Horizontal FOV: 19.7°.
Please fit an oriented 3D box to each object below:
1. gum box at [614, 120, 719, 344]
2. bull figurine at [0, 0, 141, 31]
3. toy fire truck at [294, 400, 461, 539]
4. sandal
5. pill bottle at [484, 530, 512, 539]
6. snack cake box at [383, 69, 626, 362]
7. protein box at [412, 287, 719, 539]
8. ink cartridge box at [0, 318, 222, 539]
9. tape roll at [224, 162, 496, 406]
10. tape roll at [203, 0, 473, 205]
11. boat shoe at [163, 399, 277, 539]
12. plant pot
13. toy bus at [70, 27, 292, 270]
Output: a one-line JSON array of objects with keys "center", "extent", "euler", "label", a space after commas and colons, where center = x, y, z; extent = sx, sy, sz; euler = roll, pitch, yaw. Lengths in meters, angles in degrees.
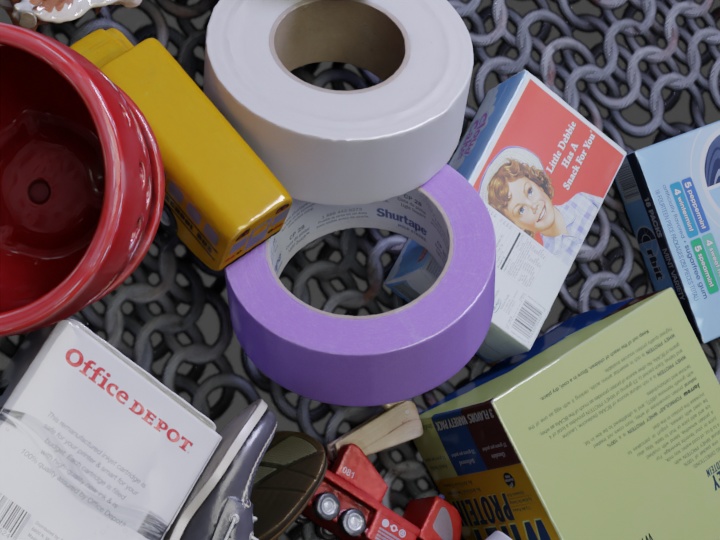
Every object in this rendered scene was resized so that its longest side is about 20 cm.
[{"center": [0.326, -0.045, 1.782], "extent": [0.199, 0.044, 0.171], "euler": [-21, 90, -29], "label": "gum box"}, {"center": [-0.254, -0.212, 1.482], "extent": [0.199, 0.065, 0.122], "euler": [23, 37, -15], "label": "bull figurine"}, {"center": [0.004, 0.136, 1.570], "extent": [0.199, 0.049, 0.142], "euler": [34, 66, -19], "label": "toy fire truck"}, {"center": [-0.093, 0.203, 1.495], "extent": [0.201, 0.081, 0.055], "euler": [-59, 149, -12], "label": "sandal"}, {"center": [0.053, 0.286, 1.504], "extent": [0.200, 0.112, 0.112], "euler": [-40, 100, -11], "label": "pill bottle"}, {"center": [0.117, -0.043, 1.656], "extent": [0.115, 0.067, 0.201], "euler": [36, 65, -15], "label": "snack cake box"}, {"center": [0.181, 0.154, 1.612], "extent": [0.198, 0.135, 0.201], "euler": [-29, 94, -30], "label": "protein box"}, {"center": [-0.212, 0.157, 1.431], "extent": [0.147, 0.083, 0.201], "euler": [39, 65, -17], "label": "ink cartridge box"}, {"center": [0.000, 0.000, 1.523], "extent": [0.198, 0.066, 0.201], "euler": [-2, 52, 2], "label": "tape roll"}, {"center": [-0.018, -0.145, 1.544], "extent": [0.201, 0.071, 0.203], "euler": [3, 49, -3], "label": "tape roll"}, {"center": [-0.104, 0.186, 1.454], "extent": [0.063, 0.073, 0.201], "euler": [34, 71, -12], "label": "boat shoe"}, {"center": [-0.228, -0.057, 1.378], "extent": [0.199, 0.182, 0.202], "euler": [0, 90, 11], "label": "plant pot"}, {"center": [-0.139, -0.095, 1.494], "extent": [0.065, 0.078, 0.200], "euler": [-35, 76, -26], "label": "toy bus"}]
